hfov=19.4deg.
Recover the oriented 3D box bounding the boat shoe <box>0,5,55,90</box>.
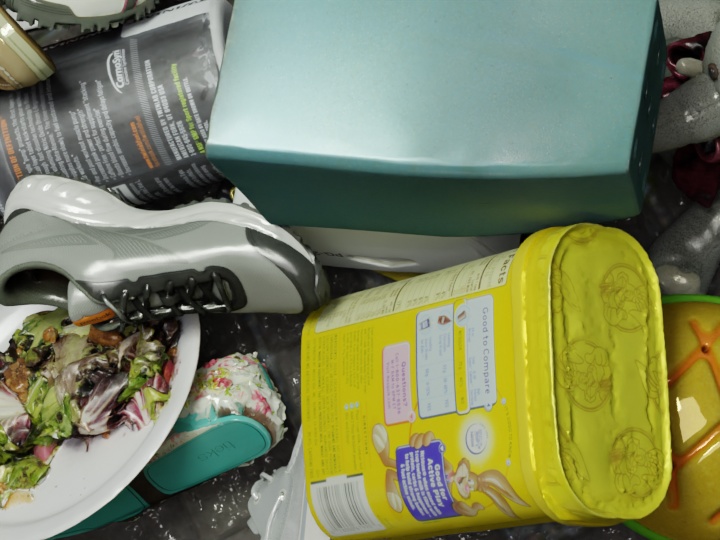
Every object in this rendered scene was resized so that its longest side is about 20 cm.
[{"bbox_3d":[-0.236,-0.125,1.188,0.066,0.200,0.074,-48,121,-11],"label":"boat shoe"}]

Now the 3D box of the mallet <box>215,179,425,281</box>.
[{"bbox_3d":[0.000,0.000,1.231,0.199,0.041,0.066,18,85,17],"label":"mallet"}]

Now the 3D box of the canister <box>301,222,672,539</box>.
[{"bbox_3d":[0.059,0.067,1.106,0.200,0.086,0.149,-15,72,47],"label":"canister"}]

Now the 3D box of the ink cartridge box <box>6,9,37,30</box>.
[{"bbox_3d":[-0.243,-0.247,1.288,0.116,0.067,0.201,-9,83,11],"label":"ink cartridge box"}]

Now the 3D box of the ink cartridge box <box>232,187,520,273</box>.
[{"bbox_3d":[0.022,-0.106,1.181,0.145,0.083,0.201,3,76,27],"label":"ink cartridge box"}]

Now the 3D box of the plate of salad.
[{"bbox_3d":[-0.182,0.067,1.211,0.199,0.048,0.201,-20,45,21],"label":"plate of salad"}]

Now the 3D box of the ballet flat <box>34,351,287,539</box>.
[{"bbox_3d":[-0.130,0.103,1.234,0.199,0.076,0.064,-20,42,18],"label":"ballet flat"}]

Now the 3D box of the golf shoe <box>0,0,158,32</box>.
[{"bbox_3d":[-0.125,-0.201,1.202,0.200,0.088,0.077,-30,49,-33],"label":"golf shoe"}]

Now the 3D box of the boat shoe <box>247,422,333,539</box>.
[{"bbox_3d":[-0.034,0.146,1.210,0.068,0.072,0.201,5,87,25],"label":"boat shoe"}]

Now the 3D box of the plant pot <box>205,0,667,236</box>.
[{"bbox_3d":[0.047,-0.094,1.048,0.199,0.141,0.142,8,79,13],"label":"plant pot"}]

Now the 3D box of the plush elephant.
[{"bbox_3d":[0.199,-0.089,1.132,0.199,0.155,0.165,-29,80,9],"label":"plush elephant"}]

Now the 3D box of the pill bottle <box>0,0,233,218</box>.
[{"bbox_3d":[-0.159,-0.085,1.234,0.199,0.106,0.107,-15,82,10],"label":"pill bottle"}]

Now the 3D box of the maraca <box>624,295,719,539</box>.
[{"bbox_3d":[0.207,0.089,1.136,0.199,0.107,0.138,18,83,-3],"label":"maraca"}]

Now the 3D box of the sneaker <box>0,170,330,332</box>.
[{"bbox_3d":[-0.112,0.004,1.159,0.199,0.074,0.080,8,55,17],"label":"sneaker"}]
